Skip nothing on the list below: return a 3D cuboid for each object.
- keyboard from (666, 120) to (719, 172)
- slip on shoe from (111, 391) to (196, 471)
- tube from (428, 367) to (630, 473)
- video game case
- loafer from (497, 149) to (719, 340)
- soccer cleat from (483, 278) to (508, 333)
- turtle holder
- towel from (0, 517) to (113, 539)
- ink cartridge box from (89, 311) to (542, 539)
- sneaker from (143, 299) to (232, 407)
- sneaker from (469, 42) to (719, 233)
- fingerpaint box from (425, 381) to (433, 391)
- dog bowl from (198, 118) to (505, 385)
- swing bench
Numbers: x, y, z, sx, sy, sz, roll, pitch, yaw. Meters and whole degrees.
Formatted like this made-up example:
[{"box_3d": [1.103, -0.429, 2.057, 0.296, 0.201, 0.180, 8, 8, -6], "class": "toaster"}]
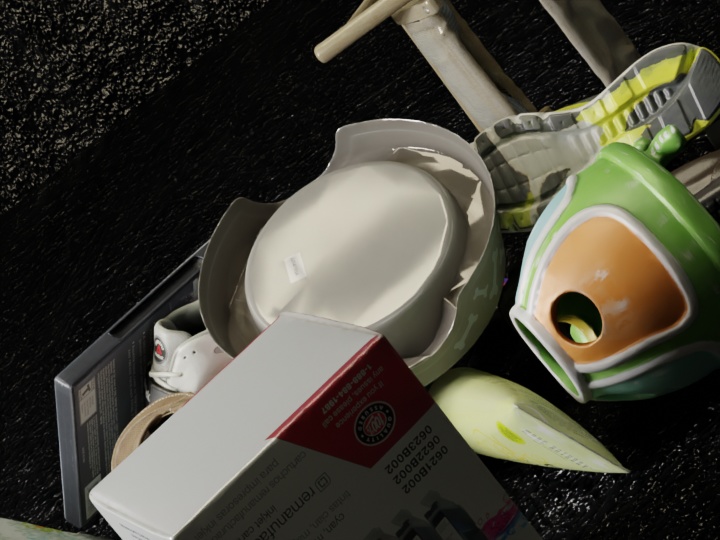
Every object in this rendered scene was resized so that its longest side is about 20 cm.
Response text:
[{"box_3d": [0.243, -0.087, 1.565, 0.126, 0.021, 0.200, -14, 17, 3], "class": "keyboard"}, {"box_3d": [-0.116, 0.112, 1.476, 0.200, 0.060, 0.077, -2, 77, 59], "class": "slip on shoe"}, {"box_3d": [0.088, 0.089, 1.383, 0.058, 0.052, 0.200, -13, 5, -16], "class": "tube"}, {"box_3d": [-0.138, 0.069, 1.638, 0.200, 0.019, 0.143, -45, -29, -37], "class": "video game case"}, {"box_3d": [0.177, -0.017, 1.460, 0.199, 0.073, 0.072, -25, 32, 14], "class": "loafer"}, {"box_3d": [0.028, 0.024, 1.583, 0.199, 0.074, 0.068, -16, -6, -33], "class": "soccer cleat"}, {"box_3d": [0.149, 0.004, 1.340, 0.132, 0.141, 0.185, -41, 16, -4], "class": "turtle holder"}, {"box_3d": [-0.229, 0.198, 1.565, 0.171, 0.198, 0.049, -92, 14, -85], "class": "towel"}, {"box_3d": [-0.006, 0.146, 1.182, 0.145, 0.200, 0.144, -43, 18, -15], "class": "ink cartridge box"}, {"box_3d": [-0.118, 0.076, 1.590, 0.201, 0.088, 0.074, -58, 32, -1], "class": "sneaker"}, {"box_3d": [0.154, -0.077, 1.507, 0.199, 0.075, 0.085, -24, -10, 23], "class": "sneaker"}, {"box_3d": [-0.038, 0.159, 1.462, 0.166, 0.074, 0.200, -29, 17, 29], "class": "fingerpaint box"}, {"box_3d": [0.000, 0.000, 1.472, 0.199, 0.059, 0.201, -16, 46, 17], "class": "dog bowl"}, {"box_3d": [0.112, -0.162, 1.794, 0.199, 0.199, 0.130, -28, 18, 34], "class": "swing bench"}]
